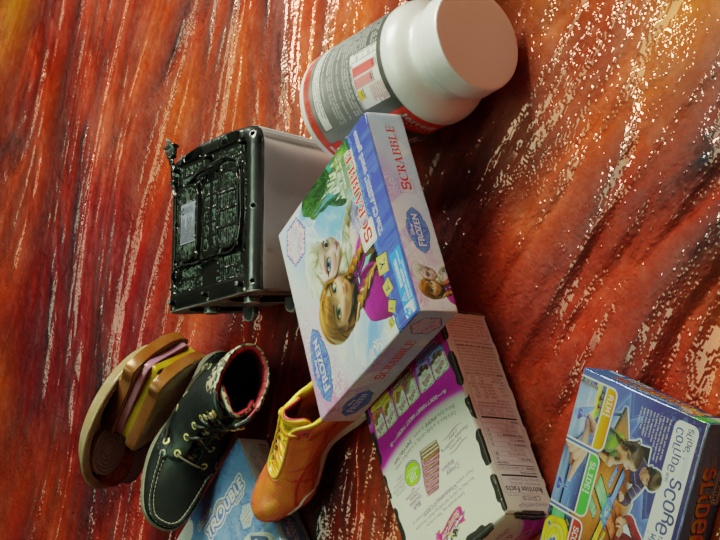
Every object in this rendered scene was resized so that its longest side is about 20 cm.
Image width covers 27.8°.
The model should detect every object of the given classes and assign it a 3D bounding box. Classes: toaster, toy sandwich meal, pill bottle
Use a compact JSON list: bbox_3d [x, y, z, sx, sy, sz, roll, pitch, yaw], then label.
[{"bbox_3d":[-0.116,-0.053,1.518,0.180,0.118,0.202,-15,72,52],"label":"toaster"},{"bbox_3d":[-0.235,0.164,1.629,0.070,0.205,0.207,27,108,19],"label":"toy sandwich meal"},{"bbox_3d":[0.042,-0.176,1.320,0.199,0.115,0.117,-22,66,51],"label":"pill bottle"}]

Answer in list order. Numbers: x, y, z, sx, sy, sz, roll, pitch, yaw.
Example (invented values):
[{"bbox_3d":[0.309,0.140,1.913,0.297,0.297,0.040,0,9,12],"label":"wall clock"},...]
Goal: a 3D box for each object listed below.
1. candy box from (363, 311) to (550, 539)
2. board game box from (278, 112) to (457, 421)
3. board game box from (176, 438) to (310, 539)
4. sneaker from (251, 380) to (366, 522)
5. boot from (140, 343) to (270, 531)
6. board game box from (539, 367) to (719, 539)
[{"bbox_3d":[0.079,0.154,1.251,0.136,0.061,0.201,-49,46,40],"label":"candy box"},{"bbox_3d":[0.000,0.000,1.289,0.200,0.041,0.202,-52,44,48],"label":"board game box"},{"bbox_3d":[-0.124,0.317,1.522,0.201,0.043,0.200,-59,40,29],"label":"board game box"},{"bbox_3d":[-0.061,0.162,1.419,0.201,0.077,0.073,-58,40,20],"label":"sneaker"},{"bbox_3d":[-0.162,0.170,1.511,0.205,0.073,0.154,-68,13,-17],"label":"boot"},{"bbox_3d":[0.199,0.190,1.095,0.135,0.034,0.202,25,104,53],"label":"board game box"}]
